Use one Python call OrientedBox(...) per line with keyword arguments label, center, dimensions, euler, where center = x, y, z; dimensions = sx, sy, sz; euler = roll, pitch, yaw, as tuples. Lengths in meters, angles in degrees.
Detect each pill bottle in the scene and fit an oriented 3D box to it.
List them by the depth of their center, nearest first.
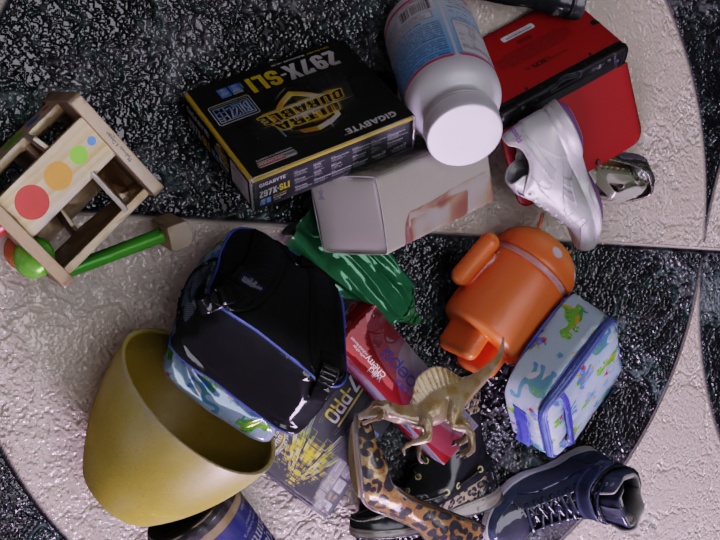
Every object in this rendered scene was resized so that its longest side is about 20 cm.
OrientedBox(label="pill bottle", center=(0.093, -0.210, 1.344), dimensions=(0.107, 0.201, 0.110), euler=(-6, 136, -6))
OrientedBox(label="pill bottle", center=(-0.139, 0.331, 1.365), dimensions=(0.112, 0.112, 0.201), euler=(-39, 113, -16))

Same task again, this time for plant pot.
OrientedBox(label="plant pot", center=(-0.209, 0.181, 1.283), dimensions=(0.199, 0.201, 0.142), euler=(35, 109, -26))

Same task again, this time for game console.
OrientedBox(label="game console", center=(0.222, -0.207, 1.486), dimensions=(0.199, 0.173, 0.119), euler=(-29, 148, -20))

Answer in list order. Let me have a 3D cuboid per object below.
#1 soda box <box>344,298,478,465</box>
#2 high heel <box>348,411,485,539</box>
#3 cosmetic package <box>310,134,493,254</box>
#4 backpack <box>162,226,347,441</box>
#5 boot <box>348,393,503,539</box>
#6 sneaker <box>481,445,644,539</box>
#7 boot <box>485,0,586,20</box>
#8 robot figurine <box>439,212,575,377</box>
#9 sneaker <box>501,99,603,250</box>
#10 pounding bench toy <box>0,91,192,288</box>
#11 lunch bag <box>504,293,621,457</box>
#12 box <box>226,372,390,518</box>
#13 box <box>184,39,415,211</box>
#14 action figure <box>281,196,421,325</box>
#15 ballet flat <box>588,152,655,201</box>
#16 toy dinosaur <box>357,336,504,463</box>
OrientedBox(label="soda box", center=(0.042, 0.125, 1.391), dimensions=(0.063, 0.070, 0.200), euler=(-46, 110, -13))
OrientedBox(label="high heel", center=(0.063, 0.242, 1.404), dimensions=(0.141, 0.071, 0.203), euler=(-13, 106, -7))
OrientedBox(label="cosmetic package", center=(0.049, -0.089, 1.368), dimensions=(0.199, 0.103, 0.088), euler=(-25, 111, -43))
OrientedBox(label="backpack", center=(-0.112, 0.061, 1.285), dimensions=(0.182, 0.201, 0.147), euler=(36, 117, -17))
OrientedBox(label="boot", center=(0.070, 0.230, 1.483), dimensions=(0.201, 0.073, 0.156), euler=(-12, 96, -20))
OrientedBox(label="sneaker", center=(0.260, 0.297, 1.544), dimensions=(0.201, 0.146, 0.078), euler=(-28, 111, -19))
OrientedBox(label="boot", center=(0.173, -0.391, 1.449), dimensions=(0.197, 0.066, 0.167), euler=(9, 74, -15))
OrientedBox(label="robot figurine", center=(0.180, 0.030, 1.479), dimensions=(0.143, 0.117, 0.201), euler=(37, 79, 6))
OrientedBox(label="sneaker", center=(0.221, -0.101, 1.429), dimensions=(0.099, 0.075, 0.201), euler=(-25, 123, 1))
OrientedBox(label="pounding bench toy", center=(-0.282, -0.051, 1.230), dimensions=(0.156, 0.124, 0.200), euler=(-47, 115, -13))
OrientedBox(label="lunch bag", center=(0.246, 0.135, 1.497), dimensions=(0.161, 0.082, 0.201), euler=(-49, 154, -14))
OrientedBox(label="box", center=(-0.047, 0.158, 1.421), dimensions=(0.161, 0.049, 0.201), euler=(41, 77, -27))
OrientedBox(label="box", center=(-0.065, -0.159, 1.306), dimensions=(0.198, 0.160, 0.050), euler=(-23, 139, -21))
OrientedBox(label="action figure", center=(0.000, 0.000, 1.419), dimensions=(0.200, 0.055, 0.119), euler=(43, 76, -21))
OrientedBox(label="ballet flat", center=(0.290, -0.120, 1.532), dimensions=(0.198, 0.072, 0.073), euler=(5, 95, -28))
OrientedBox(label="toy dinosaur", center=(0.099, 0.149, 1.348), dimensions=(0.198, 0.058, 0.102), euler=(-21, 102, -21))
